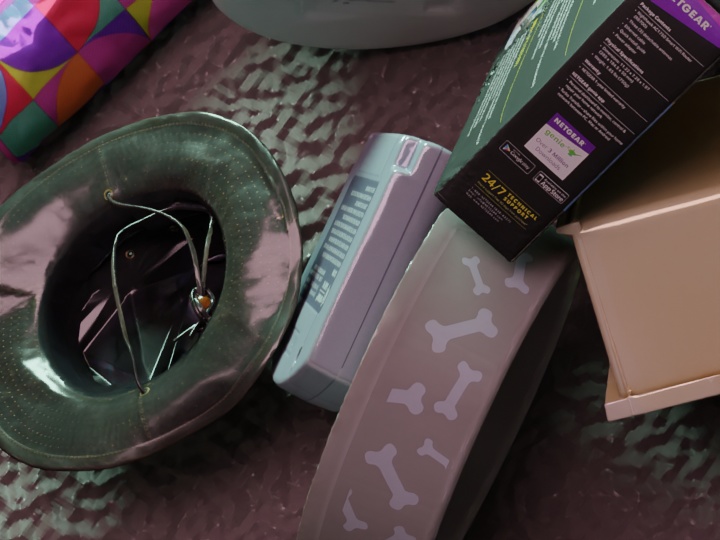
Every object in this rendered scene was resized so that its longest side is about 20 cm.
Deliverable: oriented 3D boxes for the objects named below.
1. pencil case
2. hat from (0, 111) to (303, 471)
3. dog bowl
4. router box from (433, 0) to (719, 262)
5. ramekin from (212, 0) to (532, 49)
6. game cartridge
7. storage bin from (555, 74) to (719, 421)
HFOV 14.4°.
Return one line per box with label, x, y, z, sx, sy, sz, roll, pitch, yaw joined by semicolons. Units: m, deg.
pencil case;-0.147;-0.152;1.538;0.200;0.088;0.088;-47;60;-4
hat;-0.102;0.020;1.439;0.200;0.081;0.201;-10;67;25
dog bowl;0.040;0.057;1.297;0.059;0.200;0.200;26;76;9
router box;0.114;-0.106;1.266;0.051;0.200;0.149;40;119;-8
ramekin;0.008;-0.187;1.436;0.200;0.200;0.098;-9;71;16
game cartridge;0.000;0.000;1.351;0.041;0.200;0.133;29;91;-6
storage bin;0.201;-0.034;1.300;0.200;0.094;0.199;-15;18;14
